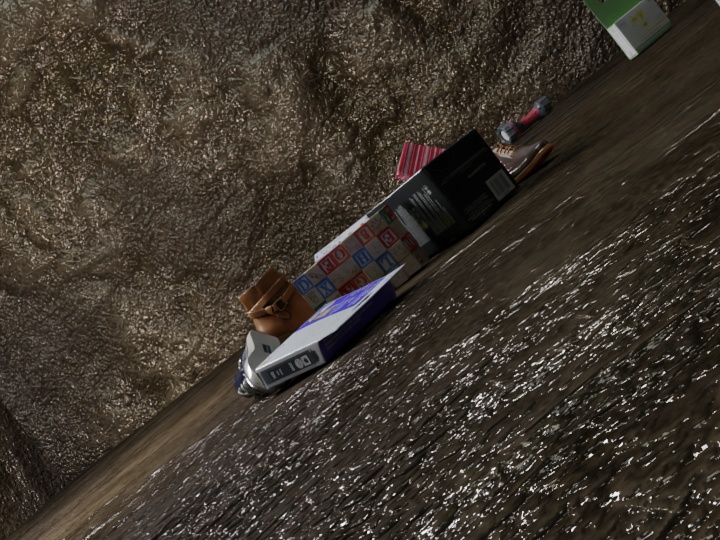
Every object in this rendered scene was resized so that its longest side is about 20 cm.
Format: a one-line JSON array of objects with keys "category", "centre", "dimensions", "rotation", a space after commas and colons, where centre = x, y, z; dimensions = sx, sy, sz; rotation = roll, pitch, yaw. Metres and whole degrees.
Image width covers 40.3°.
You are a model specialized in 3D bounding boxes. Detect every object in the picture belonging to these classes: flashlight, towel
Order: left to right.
[{"category": "towel", "centre": [0.198, -0.269, 2.506], "dimensions": [0.023, 0.198, 0.145], "rotation": [93, -170, -45]}, {"category": "flashlight", "centre": [0.513, -0.471, 3.048], "dimensions": [0.200, 0.068, 0.068], "rotation": [-40, 2, -16]}]

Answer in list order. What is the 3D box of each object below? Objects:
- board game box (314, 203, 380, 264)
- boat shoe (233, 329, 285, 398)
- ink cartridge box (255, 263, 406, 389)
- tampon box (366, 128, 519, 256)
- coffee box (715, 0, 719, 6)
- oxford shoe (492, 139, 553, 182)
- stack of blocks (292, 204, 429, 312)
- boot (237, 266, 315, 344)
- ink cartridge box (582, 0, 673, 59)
[{"category": "board game box", "centre": [-0.004, -0.015, 1.842], "dimensions": [0.200, 0.045, 0.135], "rotation": [-36, 46, 36]}, {"category": "boat shoe", "centre": [-0.161, 0.173, 1.557], "dimensions": [0.200, 0.074, 0.093], "rotation": [-108, 37, -73]}, {"category": "ink cartridge box", "centre": [-0.034, 0.082, 1.442], "dimensions": [0.200, 0.044, 0.198], "rotation": [-29, 9, 44]}, {"category": "tampon box", "centre": [0.136, -0.117, 1.654], "dimensions": [0.150, 0.127, 0.200], "rotation": [-39, 2, -33]}, {"category": "coffee box", "centre": [0.576, -0.493, 1.338], "dimensions": [0.200, 0.198, 0.200], "rotation": [-39, 3, -11]}, {"category": "oxford shoe", "centre": [0.268, -0.195, 1.746], "dimensions": [0.071, 0.073, 0.200], "rotation": [-39, 3, -29]}, {"category": "stack of blocks", "centre": [0.000, 0.000, 1.628], "dimensions": [0.200, 0.115, 0.059], "rotation": [-38, 3, 22]}, {"category": "boot", "centre": [-0.111, 0.052, 1.779], "dimensions": [0.200, 0.156, 0.077], "rotation": [-37, 3, 18]}, {"category": "ink cartridge box", "centre": [0.698, -0.670, 2.554], "dimensions": [0.145, 0.200, 0.048], "rotation": [-38, 1, -17]}]
